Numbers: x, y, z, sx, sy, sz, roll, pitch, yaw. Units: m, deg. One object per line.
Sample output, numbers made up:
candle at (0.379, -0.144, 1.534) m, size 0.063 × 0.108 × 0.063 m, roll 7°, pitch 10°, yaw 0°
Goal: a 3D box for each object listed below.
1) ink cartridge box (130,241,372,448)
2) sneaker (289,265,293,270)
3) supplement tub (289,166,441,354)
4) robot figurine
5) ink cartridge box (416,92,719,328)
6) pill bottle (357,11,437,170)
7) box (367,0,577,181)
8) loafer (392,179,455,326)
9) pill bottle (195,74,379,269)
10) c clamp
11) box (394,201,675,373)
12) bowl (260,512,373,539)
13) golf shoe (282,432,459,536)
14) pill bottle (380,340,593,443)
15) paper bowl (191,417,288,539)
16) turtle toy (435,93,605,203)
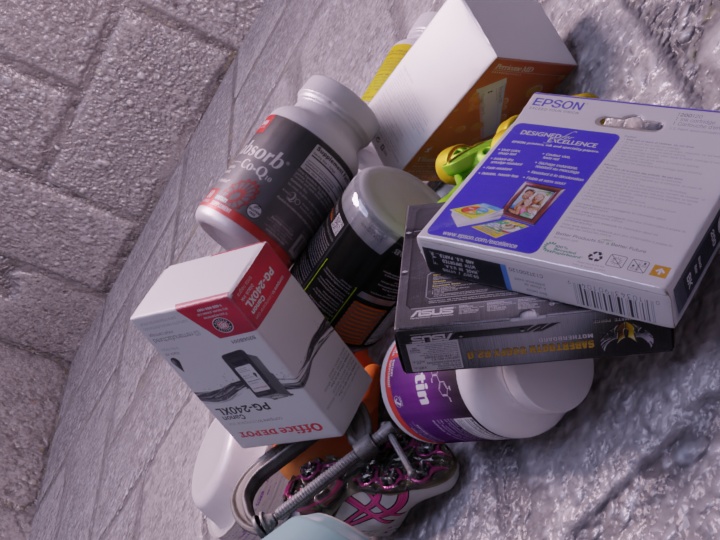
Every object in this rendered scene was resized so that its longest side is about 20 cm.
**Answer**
ink cartridge box at (-0.105, 0.081, 1.047) m, size 0.145 × 0.200 × 0.083 m, roll -14°, pitch 34°, yaw 37°
sneaker at (-0.103, -0.003, 1.256) m, size 0.200 × 0.086 × 0.080 m, roll 97°, pitch -178°, yaw -68°
supplement tub at (0.000, 0.000, 1.082) m, size 0.200 × 0.122 × 0.123 m, roll -52°, pitch 24°, yaw 34°
robot figurine at (-0.036, 0.162, 1.178) m, size 0.144 × 0.117 × 0.200 m, roll -7°, pitch 48°, yaw 15°
ink cartridge box at (0.177, -0.056, 0.788) m, size 0.198 × 0.043 × 0.200 m, roll 14°, pitch 50°, yaw 35°
pill bottle at (0.066, -0.213, 1.300) m, size 0.200 × 0.114 × 0.114 m, roll -60°, pitch 18°, yaw -12°
box at (0.112, -0.193, 1.131) m, size 0.200 × 0.124 × 0.098 m, roll -49°, pitch 57°, yaw 42°
loafer at (0.071, -0.022, 1.149) m, size 0.070 × 0.070 × 0.200 m, roll -15°, pitch -46°, yaw -59°
pill bottle at (-0.074, -0.102, 1.117) m, size 0.200 × 0.116 × 0.116 m, roll -55°, pitch 17°, yaw -12°
c clamp at (-0.048, 0.197, 1.030) m, size 0.200 × 0.027 × 0.171 m, roll -35°, pitch 28°, yaw 8°
box at (0.131, 0.002, 0.812) m, size 0.158 × 0.200 × 0.048 m, roll -81°, pitch -19°, yaw -51°
bowl at (-0.024, 0.293, 0.938) m, size 0.105 × 0.201 × 0.201 m, roll -54°, pitch 14°, yaw -23°
golf shoe at (0.023, 0.218, 1.038) m, size 0.200 × 0.092 × 0.073 m, roll -21°, pitch 30°, yaw 36°
pill bottle at (0.106, 0.089, 0.896) m, size 0.200 × 0.112 × 0.113 m, roll -23°, pitch 47°, yaw 62°
paper bowl at (-0.153, 0.260, 1.393) m, size 0.201 × 0.104 × 0.201 m, roll -52°, pitch 26°, yaw 38°
turtle toy at (0.138, -0.080, 0.958) m, size 0.200 × 0.101 × 0.146 m, roll -28°, pitch 8°, yaw -21°
